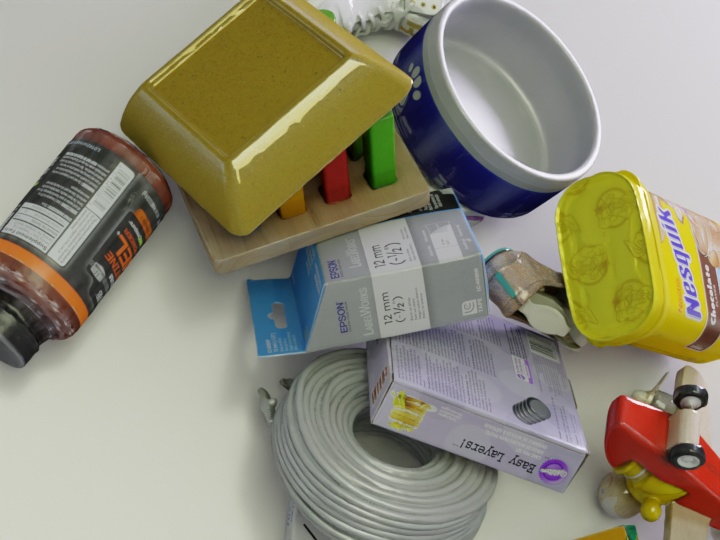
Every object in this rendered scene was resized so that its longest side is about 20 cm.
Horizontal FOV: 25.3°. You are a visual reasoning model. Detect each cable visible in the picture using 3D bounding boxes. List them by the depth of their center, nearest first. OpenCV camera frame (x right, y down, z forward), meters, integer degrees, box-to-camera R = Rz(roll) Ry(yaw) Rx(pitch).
[{"bbox_3d":[0.022,0.154,1.361,0.198,0.070,0.201,9,39,-22],"label":"cable"}]

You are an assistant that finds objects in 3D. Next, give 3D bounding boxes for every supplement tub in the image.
[{"bbox_3d":[-0.254,-0.016,1.360,0.106,0.107,0.201,35,68,-2],"label":"supplement tub"}]

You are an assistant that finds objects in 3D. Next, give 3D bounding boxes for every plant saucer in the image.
[{"bbox_3d":[-0.089,-0.153,1.347,0.200,0.049,0.200,-41,51,-11],"label":"plant saucer"}]

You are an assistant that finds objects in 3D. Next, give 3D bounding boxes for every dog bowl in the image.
[{"bbox_3d":[0.125,-0.153,1.484,0.199,0.079,0.202,22,51,-30],"label":"dog bowl"}]

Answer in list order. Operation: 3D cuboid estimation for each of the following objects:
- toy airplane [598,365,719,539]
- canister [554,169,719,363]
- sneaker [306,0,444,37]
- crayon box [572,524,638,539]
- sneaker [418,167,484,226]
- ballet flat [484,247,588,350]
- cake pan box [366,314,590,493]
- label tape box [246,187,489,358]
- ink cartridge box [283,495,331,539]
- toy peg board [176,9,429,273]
[{"bbox_3d":[0.284,0.195,1.440,0.199,0.140,0.201,-15,86,-56],"label":"toy airplane"},{"bbox_3d":[0.268,0.003,1.458,0.199,0.086,0.150,15,61,-52],"label":"canister"},{"bbox_3d":[0.017,-0.247,1.528,0.115,0.074,0.201,36,66,1],"label":"sneaker"},{"bbox_3d":[0.150,0.297,1.344,0.198,0.058,0.120,-20,76,15],"label":"crayon box"},{"bbox_3d":[0.025,-0.089,1.477,0.198,0.075,0.101,11,70,-12],"label":"sneaker"},{"bbox_3d":[0.174,0.037,1.437,0.199,0.068,0.067,17,30,-49],"label":"ballet flat"},{"bbox_3d":[0.094,0.091,1.388,0.183,0.053,0.201,22,25,-14],"label":"cake pan box"},{"bbox_3d":[0.000,0.000,1.374,0.197,0.144,0.067,-9,116,-3],"label":"label tape box"},{"bbox_3d":[-0.023,0.283,1.360,0.093,0.044,0.202,9,70,-11],"label":"ink cartridge box"},{"bbox_3d":[-0.067,-0.126,1.394,0.197,0.098,0.201,-18,49,-12],"label":"toy peg board"}]
